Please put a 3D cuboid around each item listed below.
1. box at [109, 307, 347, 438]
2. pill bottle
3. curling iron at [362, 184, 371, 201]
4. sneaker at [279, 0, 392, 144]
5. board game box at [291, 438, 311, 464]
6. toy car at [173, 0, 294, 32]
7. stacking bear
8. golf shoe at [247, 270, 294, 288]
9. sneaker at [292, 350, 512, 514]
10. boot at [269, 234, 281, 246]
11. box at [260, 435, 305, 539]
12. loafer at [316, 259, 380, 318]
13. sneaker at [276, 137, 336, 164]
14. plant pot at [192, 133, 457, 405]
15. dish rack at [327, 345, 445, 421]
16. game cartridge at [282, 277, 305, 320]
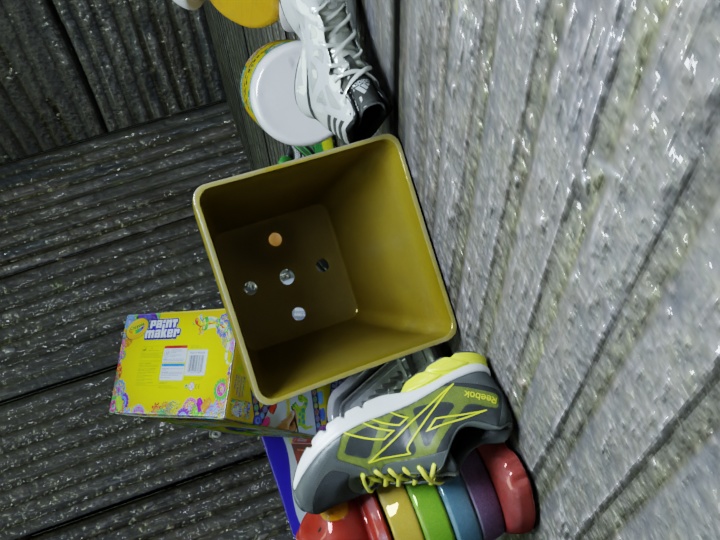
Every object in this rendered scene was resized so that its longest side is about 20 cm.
[{"bbox_3d":[-0.151,0.127,1.092,0.193,0.200,0.122,24,-112,-48],"label":"box"},{"bbox_3d":[-0.080,-0.209,1.061,0.200,0.113,0.113,-129,22,-71],"label":"pill bottle"},{"bbox_3d":[0.017,-0.067,1.038,0.200,0.026,0.050,83,-171,-76],"label":"curling iron"},{"bbox_3d":[-0.010,-0.200,0.822,0.115,0.076,0.201,45,152,38],"label":"sneaker"},{"bbox_3d":[0.012,0.268,1.241,0.019,0.200,0.103,-59,-39,-57],"label":"board game box"},{"bbox_3d":[-0.107,-0.341,0.905,0.200,0.175,0.150,88,-161,-65],"label":"toy car"},{"bbox_3d":[0.041,0.215,0.818,0.121,0.200,0.114,-119,12,-55],"label":"stacking bear"},{"bbox_3d":[-0.111,-0.020,1.424,0.097,0.200,0.078,-99,14,-57],"label":"golf shoe"},{"bbox_3d":[0.035,0.146,0.760,0.085,0.200,0.075,54,178,36],"label":"sneaker"},{"bbox_3d":[-0.119,-0.135,1.367,0.071,0.144,0.202,129,128,-77],"label":"boot"},{"bbox_3d":[-0.019,0.275,1.338,0.105,0.200,0.184,-29,-77,-70],"label":"box"},{"bbox_3d":[0.000,0.000,1.064,0.200,0.072,0.063,50,179,36],"label":"loafer"},{"bbox_3d":[-0.071,-0.132,1.284,0.078,0.085,0.200,-120,14,-58],"label":"sneaker"},{"bbox_3d":[-0.053,0.000,0.907,0.176,0.200,0.200,170,82,-72],"label":"plant pot"},{"bbox_3d":[0.048,0.170,0.986,0.200,0.043,0.172,-45,57,41],"label":"dish rack"},{"bbox_3d":[-0.036,0.070,1.162,0.200,0.040,0.134,2,89,39],"label":"game cartridge"}]
